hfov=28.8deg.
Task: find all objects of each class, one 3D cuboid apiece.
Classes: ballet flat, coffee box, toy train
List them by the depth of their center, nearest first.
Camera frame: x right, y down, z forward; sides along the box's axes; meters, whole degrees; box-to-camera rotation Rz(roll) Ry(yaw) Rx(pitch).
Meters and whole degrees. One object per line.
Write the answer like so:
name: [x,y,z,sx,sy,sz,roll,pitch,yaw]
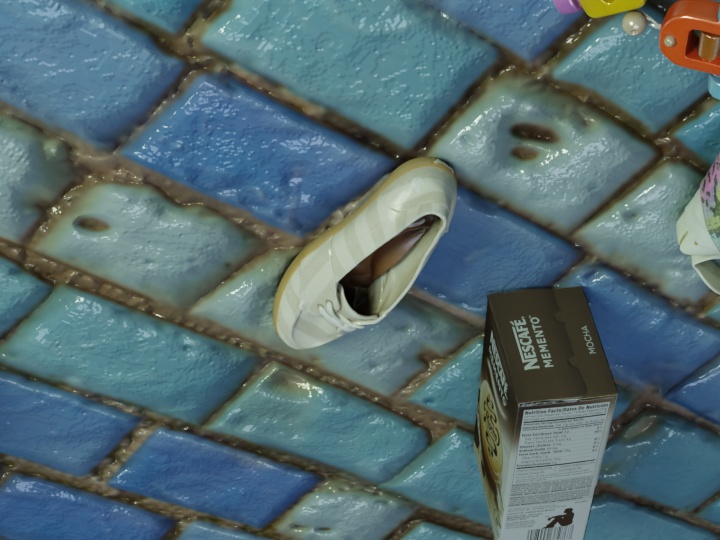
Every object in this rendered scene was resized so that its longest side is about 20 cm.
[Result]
toy train: [0.187,-0.196,0.814,0.149,0.056,0.201,14,143,21]
ballet flat: [0.279,-0.019,1.051,0.071,0.069,0.200,-8,142,27]
coffee box: [0.143,0.121,1.132,0.079,0.113,0.201,-5,136,-6]

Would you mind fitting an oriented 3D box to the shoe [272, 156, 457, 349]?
shoe: [0.000,0.000,1.016,0.070,0.054,0.200,20,129,-29]
